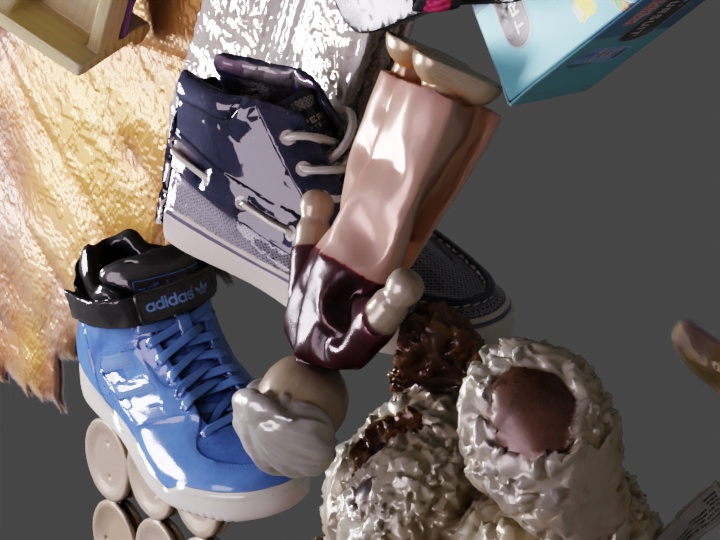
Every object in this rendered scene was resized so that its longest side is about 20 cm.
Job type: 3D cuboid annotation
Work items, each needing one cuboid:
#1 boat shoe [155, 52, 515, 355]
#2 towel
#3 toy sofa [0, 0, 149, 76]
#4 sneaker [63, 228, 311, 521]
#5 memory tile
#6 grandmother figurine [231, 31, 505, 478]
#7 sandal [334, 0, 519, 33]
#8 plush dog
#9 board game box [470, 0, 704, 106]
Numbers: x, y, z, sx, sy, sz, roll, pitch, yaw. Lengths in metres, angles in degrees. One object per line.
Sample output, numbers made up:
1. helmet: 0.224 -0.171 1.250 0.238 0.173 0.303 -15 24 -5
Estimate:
1. boat shoe: -0.013 -0.033 1.389 0.200 0.075 0.093 22 125 28
2. towel: -0.038 -0.103 1.474 0.133 0.034 0.200 52 139 33
3. toy sofa: -0.130 -0.211 1.550 0.083 0.098 0.200 33 132 16
4. sneaker: -0.095 0.047 1.572 0.200 0.077 0.111 40 142 52
5. memory tile: -0.107 0.187 1.697 0.153 0.017 0.200 12 111 55
6. grandmother figurine: 0.000 0.000 1.310 0.200 0.060 0.121 -66 16 8
7. sandal: 0.030 -0.140 1.259 0.200 0.045 0.075 -19 84 57
8. plush dog: 0.050 0.114 1.312 0.172 0.160 0.200 34 102 46
9. board game box: 0.102 -0.178 1.222 0.200 0.047 0.151 -37 70 55
